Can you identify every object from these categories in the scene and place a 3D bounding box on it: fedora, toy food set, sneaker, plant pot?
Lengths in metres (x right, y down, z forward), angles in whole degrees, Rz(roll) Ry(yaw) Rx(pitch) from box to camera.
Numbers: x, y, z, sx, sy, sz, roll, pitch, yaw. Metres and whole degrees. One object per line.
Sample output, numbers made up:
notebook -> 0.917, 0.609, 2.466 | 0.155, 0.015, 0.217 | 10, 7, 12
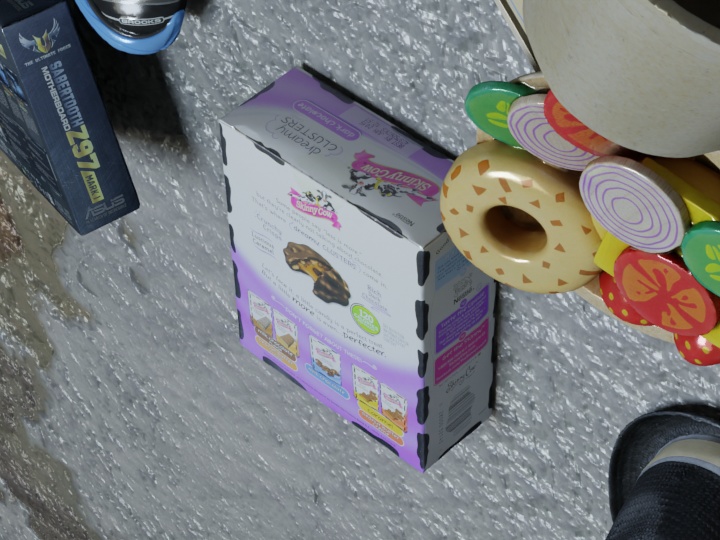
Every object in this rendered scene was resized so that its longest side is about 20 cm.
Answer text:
fedora -> 0.190, 0.180, 1.286 | 0.200, 0.092, 0.201 | 34, 145, 28
toy food set -> 0.135, -0.027, 1.161 | 0.200, 0.049, 0.198 | 35, 152, 11
sneaker -> -0.174, -0.225, 1.405 | 0.200, 0.071, 0.083 | 47, 132, 11
plant pot -> 0.153, -0.139, 0.942 | 0.201, 0.200, 0.184 | 48, 160, 7

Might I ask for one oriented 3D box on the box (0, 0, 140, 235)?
box -> -0.224, -0.131, 1.519 | 0.200, 0.051, 0.158 | 39, 152, 57

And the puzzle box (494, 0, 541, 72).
puzzle box -> 0.105, -0.163, 1.118 | 0.200, 0.025, 0.133 | 58, 150, -9

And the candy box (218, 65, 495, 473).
candy box -> 0.000, 0.000, 1.382 | 0.168, 0.071, 0.200 | 34, 145, 29
